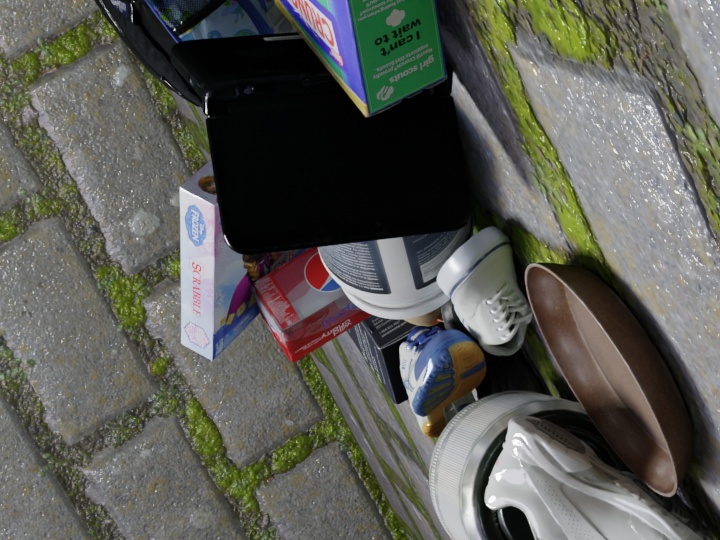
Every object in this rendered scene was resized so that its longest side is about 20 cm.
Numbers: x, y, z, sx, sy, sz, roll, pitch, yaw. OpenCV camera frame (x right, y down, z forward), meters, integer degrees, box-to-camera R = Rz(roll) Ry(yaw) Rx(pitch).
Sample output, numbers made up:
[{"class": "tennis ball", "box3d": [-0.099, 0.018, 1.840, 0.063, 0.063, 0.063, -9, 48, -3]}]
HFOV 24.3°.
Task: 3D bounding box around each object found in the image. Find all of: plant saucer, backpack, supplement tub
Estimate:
[{"class": "plant saucer", "box3d": [0.190, 0.074, 1.247, 0.201, 0.034, 0.200, 57, 172, 13]}, {"class": "backpack", "box3d": [-0.145, -0.245, 1.439, 0.200, 0.147, 0.183, 56, 173, -28]}, {"class": "supplement tub", "box3d": [0.022, -0.061, 1.419, 0.141, 0.140, 0.200, 55, 170, 31]}]

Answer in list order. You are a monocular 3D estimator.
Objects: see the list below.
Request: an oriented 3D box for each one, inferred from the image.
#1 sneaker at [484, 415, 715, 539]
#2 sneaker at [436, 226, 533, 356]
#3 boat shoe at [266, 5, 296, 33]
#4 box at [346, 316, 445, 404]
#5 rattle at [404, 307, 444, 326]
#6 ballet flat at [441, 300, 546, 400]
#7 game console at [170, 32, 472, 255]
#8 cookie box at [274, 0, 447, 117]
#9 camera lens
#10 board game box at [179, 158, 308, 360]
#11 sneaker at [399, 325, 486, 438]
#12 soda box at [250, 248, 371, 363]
[{"class": "sneaker", "box3d": [0.187, 0.200, 1.312, 0.199, 0.100, 0.078, 31, -167, 16]}, {"class": "sneaker", "box3d": [0.117, 0.021, 1.428, 0.071, 0.073, 0.200, 47, 177, 18]}, {"class": "boat shoe", "box3d": [-0.041, -0.217, 1.494, 0.202, 0.074, 0.086, 51, 169, 32]}, {"class": "box", "box3d": [0.024, 0.020, 1.827, 0.200, 0.104, 0.148, 56, 172, 28]}, {"class": "rattle", "box3d": [0.066, -0.017, 1.651, 0.130, 0.143, 0.200, 11, -154, -48]}, {"class": "ballet flat", "box3d": [0.136, 0.100, 1.605, 0.057, 0.066, 0.201, -82, -31, -82]}, {"class": "game console", "box3d": [-0.033, -0.107, 1.290, 0.176, 0.199, 0.117, -132, 40, -58]}, {"class": "cookie box", "box3d": [-0.016, -0.241, 1.192, 0.171, 0.075, 0.201, 53, 164, 42]}, {"class": "camera lens", "box3d": [0.148, 0.187, 1.450, 0.161, 0.159, 0.200, 60, 172, -4]}, {"class": "board game box", "box3d": [-0.091, -0.050, 1.534, 0.041, 0.200, 0.200, 27, 140, 20]}, {"class": "sneaker", "box3d": [0.063, 0.087, 1.539, 0.200, 0.075, 0.089, 94, 151, -67]}, {"class": "soda box", "box3d": [0.000, 0.000, 1.557, 0.064, 0.199, 0.070, 55, 170, 27]}]
